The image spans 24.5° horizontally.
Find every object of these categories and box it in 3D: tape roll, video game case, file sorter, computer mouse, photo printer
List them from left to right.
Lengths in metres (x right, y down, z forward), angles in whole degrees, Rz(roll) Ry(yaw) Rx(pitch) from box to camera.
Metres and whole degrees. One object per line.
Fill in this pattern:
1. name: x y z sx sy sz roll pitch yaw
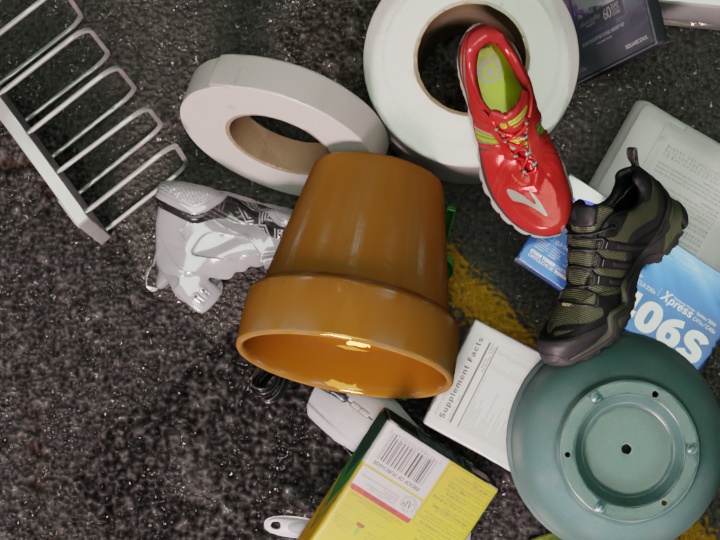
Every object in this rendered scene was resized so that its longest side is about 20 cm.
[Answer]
1. file sorter: -0.271 -0.149 1.597 0.124 0.139 0.201 -36 85 -3
2. tape roll: -0.072 -0.132 1.553 0.201 0.203 0.037 18 68 4
3. computer mouse: -0.009 0.128 1.589 0.199 0.044 0.110 39 72 11
4. tape roll: 0.104 -0.190 1.578 0.200 0.139 0.205 0 87 3
5. video game case: 0.224 -0.294 1.581 0.019 0.143 0.202 -11 86 -27
6. photo printer: 0.288 -0.037 1.592 0.165 0.069 0.201 29 89 4

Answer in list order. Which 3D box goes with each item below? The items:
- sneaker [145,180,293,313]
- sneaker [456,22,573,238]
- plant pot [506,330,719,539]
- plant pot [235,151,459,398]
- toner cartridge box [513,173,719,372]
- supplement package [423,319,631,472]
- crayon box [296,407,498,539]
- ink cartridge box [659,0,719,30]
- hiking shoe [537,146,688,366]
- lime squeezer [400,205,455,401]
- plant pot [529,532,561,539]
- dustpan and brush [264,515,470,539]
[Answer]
1. sneaker: -0.113 -0.011 1.614 0.198 0.075 0.116 15 95 -1
2. sneaker: 0.131 -0.122 1.460 0.076 0.085 0.202 -23 88 2
3. plant pot: 0.227 0.153 1.441 0.198 0.134 0.203 0 88 4
4. plant pot: 0.000 0.000 1.504 0.198 0.200 0.185 9 73 4
5. toner cartridge box: 0.250 0.006 1.535 0.199 0.043 0.095 33 88 4
6. supplement package: 0.170 0.140 1.567 0.199 0.110 0.115 28 88 4
7. crayon box: 0.021 0.246 1.544 0.126 0.051 0.201 33 96 -10
8. ink cartridge box: 0.331 -0.342 1.602 0.143 0.084 0.202 6 87 3
9. hiking shoe: 0.202 -0.011 1.452 0.101 0.075 0.201 47 66 -27
10. lime squeezer: 0.070 0.025 1.604 0.037 0.071 0.202 10 110 -13
11. plant pot: 0.203 0.347 1.516 0.198 0.184 0.203 0 86 3
12. dustpan and brush: 0.007 0.254 1.593 0.198 0.057 0.141 6 87 3
